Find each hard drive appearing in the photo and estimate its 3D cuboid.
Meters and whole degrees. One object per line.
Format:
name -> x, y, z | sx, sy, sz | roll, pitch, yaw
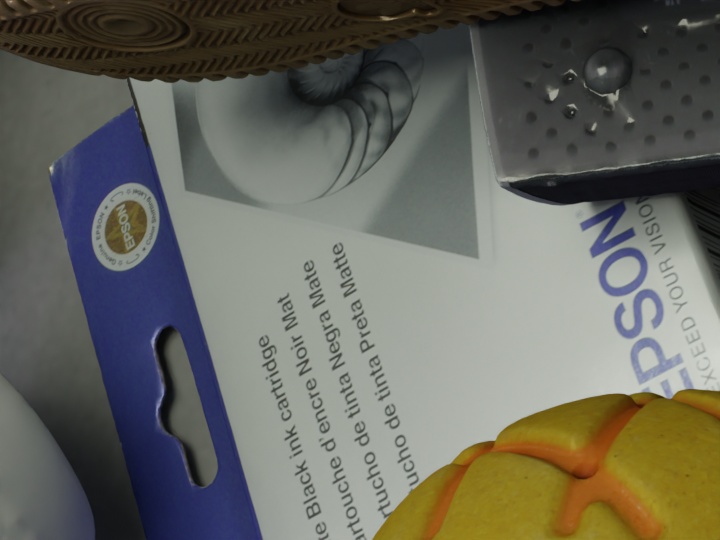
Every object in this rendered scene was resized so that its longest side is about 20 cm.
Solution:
hard drive -> 0.091, -0.112, 0.707 | 0.134, 0.042, 0.201 | -7, 66, 11

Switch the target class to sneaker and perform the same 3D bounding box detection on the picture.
sneaker -> -0.010, -0.113, 0.683 | 0.199, 0.070, 0.109 | -8, 73, 28

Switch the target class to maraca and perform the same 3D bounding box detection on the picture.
maraca -> 0.045, 0.082, 0.627 | 0.199, 0.137, 0.107 | -3, 87, -4

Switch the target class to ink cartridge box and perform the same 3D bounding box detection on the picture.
ink cartridge box -> 0.000, 0.000, 0.761 | 0.200, 0.041, 0.200 | -31, 61, 23

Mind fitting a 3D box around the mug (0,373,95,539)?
mug -> -0.174, 0.077, 0.750 | 0.175, 0.200, 0.147 | -41, 28, -26
